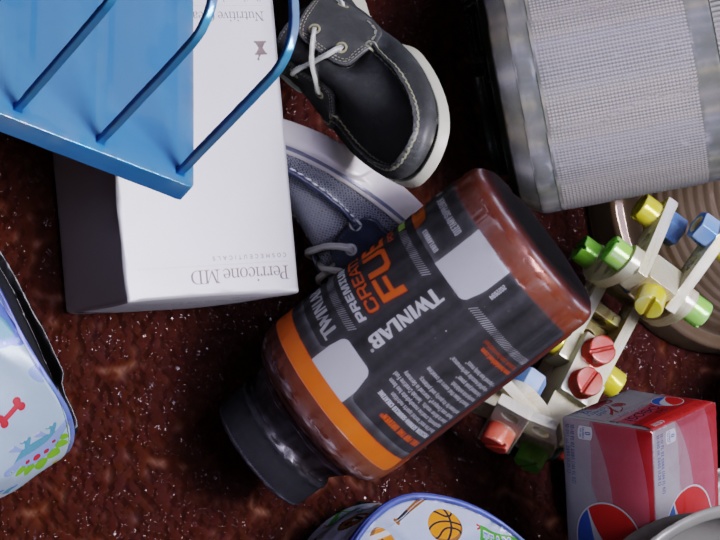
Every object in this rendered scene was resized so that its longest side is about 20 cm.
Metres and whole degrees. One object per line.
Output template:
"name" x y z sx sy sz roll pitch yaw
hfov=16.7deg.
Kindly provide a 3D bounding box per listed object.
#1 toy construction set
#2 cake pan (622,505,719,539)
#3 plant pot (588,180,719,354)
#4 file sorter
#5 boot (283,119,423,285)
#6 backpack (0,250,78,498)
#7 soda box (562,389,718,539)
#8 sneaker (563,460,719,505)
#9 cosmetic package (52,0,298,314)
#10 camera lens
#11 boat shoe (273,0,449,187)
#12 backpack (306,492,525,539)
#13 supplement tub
"toy construction set" 0.135 0.048 1.455 0.092 0.131 0.200 49 64 -6
"cake pan" 0.178 0.220 1.336 0.200 0.037 0.201 -9 106 -33
"plant pot" 0.250 -0.049 1.568 0.200 0.093 0.202 5 81 -34
"file sorter" -0.140 -0.151 1.182 0.200 0.123 0.139 21 48 -29
"boot" 0.000 0.000 1.408 0.200 0.073 0.091 36 71 -20
"backpack" -0.244 0.036 1.176 0.147 0.183 0.200 -36 100 -22
"soda box" 0.162 0.174 1.396 0.070 0.063 0.201 -19 109 -48
"sneaker" 0.201 0.140 1.460 0.078 0.200 0.100 -37 147 -25
"cosmetic package" -0.106 -0.079 1.341 0.113 0.081 0.201 -6 86 -32
"camera lens" 0.167 -0.126 1.443 0.199 0.160 0.161 -11 90 5
"boat shoe" -0.016 -0.113 1.356 0.067 0.200 0.072 10 121 -38
"backpack" 0.028 0.220 1.360 0.200 0.154 0.191 36 58 -23
"supplement tub" 0.020 0.042 1.338 0.200 0.107 0.107 -38 109 9
